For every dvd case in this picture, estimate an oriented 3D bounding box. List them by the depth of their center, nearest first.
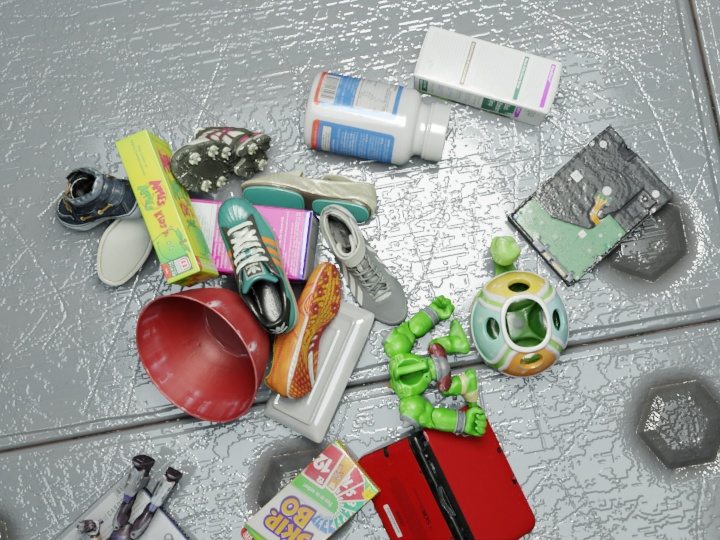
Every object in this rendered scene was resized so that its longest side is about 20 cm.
[{"bbox_3d":[-0.323,0.414,1.453,0.150,0.025,0.200,-42,84,-1],"label":"dvd case"}]

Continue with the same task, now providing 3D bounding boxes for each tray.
[{"bbox_3d":[-0.064,0.135,1.444,0.107,0.022,0.200,22,86,29],"label":"tray"}]

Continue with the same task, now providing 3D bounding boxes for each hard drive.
[{"bbox_3d":[0.331,-0.092,1.456,0.200,0.038,0.140,-42,85,-2],"label":"hard drive"}]

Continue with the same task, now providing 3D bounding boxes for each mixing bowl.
[{"bbox_3d":[-0.202,0.100,1.410,0.200,0.108,0.201,14,122,24],"label":"mixing bowl"}]

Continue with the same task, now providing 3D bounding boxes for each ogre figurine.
[{"bbox_3d":[0.097,0.139,1.413,0.120,0.098,0.201,-9,90,-13],"label":"ogre figurine"}]

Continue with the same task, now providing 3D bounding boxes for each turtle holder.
[{"bbox_3d":[0.227,0.056,1.402,0.141,0.132,0.186,16,87,5],"label":"turtle holder"}]

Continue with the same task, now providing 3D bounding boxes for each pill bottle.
[{"bbox_3d":[0.025,-0.213,1.444,0.199,0.112,0.113,12,86,3],"label":"pill bottle"}]

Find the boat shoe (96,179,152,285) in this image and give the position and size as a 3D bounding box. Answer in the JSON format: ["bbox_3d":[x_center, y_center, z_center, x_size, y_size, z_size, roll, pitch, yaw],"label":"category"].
[{"bbox_3d":[-0.333,-0.076,1.472,0.075,0.062,0.201,16,94,-14],"label":"boat shoe"}]

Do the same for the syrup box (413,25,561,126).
[{"bbox_3d":[0.182,-0.280,1.457,0.199,0.079,0.082,18,86,4],"label":"syrup box"}]

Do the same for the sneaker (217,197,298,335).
[{"bbox_3d":[-0.138,-0.009,1.348,0.071,0.080,0.200,-25,86,2],"label":"sneaker"}]

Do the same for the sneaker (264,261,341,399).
[{"bbox_3d":[-0.086,0.079,1.419,0.077,0.073,0.200,15,80,39],"label":"sneaker"}]

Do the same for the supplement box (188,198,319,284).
[{"bbox_3d":[-0.167,-0.042,1.444,0.199,0.101,0.104,7,86,4],"label":"supplement box"}]

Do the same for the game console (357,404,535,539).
[{"bbox_3d":[0.121,0.320,1.443,0.172,0.119,0.200,-29,83,31],"label":"game console"}]

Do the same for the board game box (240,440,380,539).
[{"bbox_3d":[-0.076,0.344,1.434,0.200,0.030,0.096,-44,76,6],"label":"board game box"}]

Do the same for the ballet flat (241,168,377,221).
[{"bbox_3d":[-0.073,-0.116,1.474,0.199,0.068,0.062,11,58,0],"label":"ballet flat"}]

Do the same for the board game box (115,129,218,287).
[{"bbox_3d":[-0.258,-0.080,1.349,0.048,0.102,0.200,-22,84,5],"label":"board game box"}]

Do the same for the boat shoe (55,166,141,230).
[{"bbox_3d":[-0.392,-0.107,1.418,0.200,0.091,0.071,-5,71,42],"label":"boat shoe"}]

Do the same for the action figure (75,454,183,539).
[{"bbox_3d":[-0.328,0.361,1.412,0.130,0.069,0.200,26,91,-5],"label":"action figure"}]

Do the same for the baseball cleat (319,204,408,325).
[{"bbox_3d":[0.000,0.000,1.416,0.070,0.106,0.200,-36,96,5],"label":"baseball cleat"}]

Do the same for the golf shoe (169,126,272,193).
[{"bbox_3d":[-0.213,-0.162,1.420,0.088,0.200,0.077,26,113,23],"label":"golf shoe"}]
